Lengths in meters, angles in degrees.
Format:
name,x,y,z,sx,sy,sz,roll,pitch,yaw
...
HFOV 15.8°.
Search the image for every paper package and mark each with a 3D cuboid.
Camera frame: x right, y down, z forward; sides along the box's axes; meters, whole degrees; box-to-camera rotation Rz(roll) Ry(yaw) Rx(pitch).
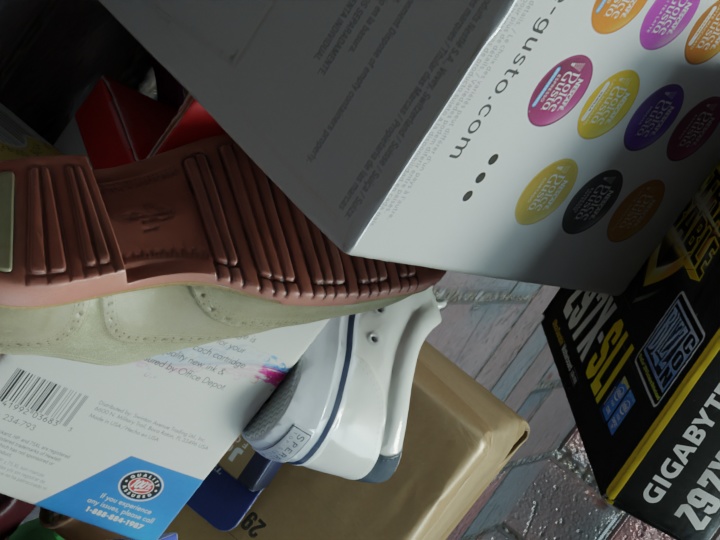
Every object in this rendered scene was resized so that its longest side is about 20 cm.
name,x,y,z,sx,sy,sz,roll,pitch,yaw
paper package,-0.045,0.097,1.376,0.191,0.200,0.103,-53,167,6

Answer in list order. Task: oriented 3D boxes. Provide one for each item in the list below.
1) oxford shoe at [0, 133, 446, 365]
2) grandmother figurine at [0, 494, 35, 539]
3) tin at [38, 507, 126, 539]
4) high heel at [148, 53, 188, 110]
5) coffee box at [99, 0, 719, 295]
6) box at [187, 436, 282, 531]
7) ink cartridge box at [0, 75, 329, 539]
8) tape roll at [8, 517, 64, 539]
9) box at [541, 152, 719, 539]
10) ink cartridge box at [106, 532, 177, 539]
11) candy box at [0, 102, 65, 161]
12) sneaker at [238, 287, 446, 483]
name,x,y,z,sx,sy,sz,roll,pitch,yaw
oxford shoe,-0.065,-0.003,0.960,0.199,0.071,0.074,2,146,-22
grandmother figurine,-0.191,0.126,1.269,0.200,0.061,0.121,-49,175,-6
tin,-0.073,0.051,1.212,0.200,0.042,0.112,-51,-169,-7
high heel,-0.052,-0.079,1.115,0.067,0.096,0.200,-41,163,-38
coffee box,0.042,-0.134,0.961,0.198,0.200,0.200,9,120,-55
box,-0.059,0.022,1.303,0.200,0.121,0.032,-55,168,11
ink cartridge box,-0.082,0.004,1.035,0.116,0.067,0.200,24,114,-34
tape roll,-0.203,0.214,1.288,0.200,0.048,0.200,-43,-166,13
box,0.141,-0.001,1.007,0.160,0.049,0.200,-59,-168,15
ink cartridge box,-0.183,0.148,1.099,0.094,0.199,0.044,-8,89,-73
candy box,-0.191,-0.005,0.922,0.117,0.056,0.200,-56,168,13
sneaker,0.000,0.000,1.110,0.073,0.071,0.200,-23,-134,50
